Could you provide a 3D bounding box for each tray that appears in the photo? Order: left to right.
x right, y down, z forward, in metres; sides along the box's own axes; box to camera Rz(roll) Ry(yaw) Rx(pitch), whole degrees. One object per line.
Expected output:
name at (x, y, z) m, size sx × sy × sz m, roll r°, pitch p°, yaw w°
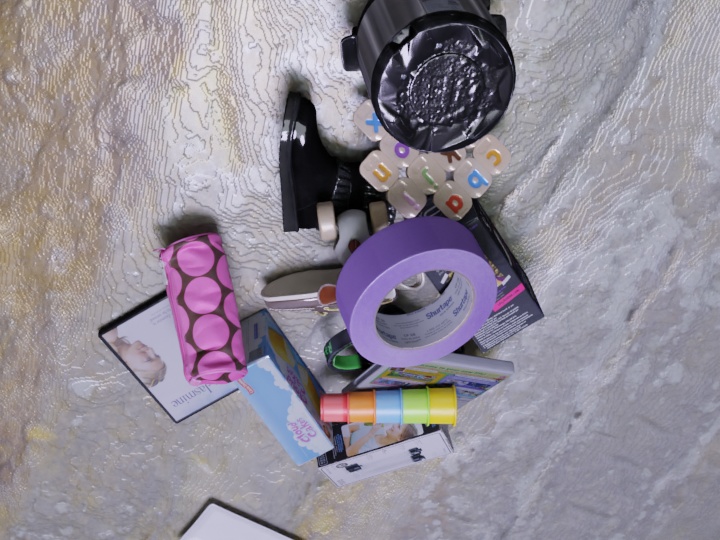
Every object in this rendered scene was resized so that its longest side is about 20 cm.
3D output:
tray at (-0.196, 0.455, 1.723) m, size 0.199 × 0.022 × 0.108 m, roll 31°, pitch 113°, yaw -24°

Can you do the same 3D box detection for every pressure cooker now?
pressure cooker at (0.084, -0.257, 1.220) m, size 0.175 × 0.201 × 0.179 m, roll 29°, pitch 116°, yaw -29°

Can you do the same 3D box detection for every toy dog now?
toy dog at (0.000, 0.000, 1.345) m, size 0.130 × 0.097 × 0.201 m, roll -21°, pitch 125°, yaw 15°

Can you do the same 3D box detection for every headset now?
headset at (0.048, 0.109, 1.484) m, size 0.197 × 0.095 × 0.124 m, roll -16°, pitch 155°, yaw -12°

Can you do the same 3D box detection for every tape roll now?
tape roll at (0.071, 0.030, 1.302) m, size 0.197 × 0.066 × 0.202 m, roll -13°, pitch 135°, yaw -13°

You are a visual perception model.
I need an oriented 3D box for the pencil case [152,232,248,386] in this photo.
pencil case at (-0.214, 0.056, 1.382) m, size 0.093 × 0.203 × 0.090 m, roll -9°, pitch 170°, yaw -37°

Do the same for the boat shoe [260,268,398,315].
boat shoe at (-0.041, 0.032, 1.459) m, size 0.197 × 0.072 × 0.060 m, roll -12°, pitch 120°, yaw -8°

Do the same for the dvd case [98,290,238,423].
dvd case at (-0.270, 0.127, 1.512) m, size 0.141 × 0.018 × 0.201 m, roll -29°, pitch 121°, yaw 9°

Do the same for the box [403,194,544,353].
box at (0.156, -0.007, 1.431) m, size 0.105 × 0.123 × 0.201 m, roll -31°, pitch 121°, yaw 12°

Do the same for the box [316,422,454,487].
box at (0.036, 0.266, 1.586) m, size 0.197 × 0.061 × 0.117 m, roll -18°, pitch 150°, yaw 8°

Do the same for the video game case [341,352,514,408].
video game case at (0.097, 0.164, 1.522) m, size 0.198 × 0.022 × 0.182 m, roll 11°, pitch 149°, yaw -25°

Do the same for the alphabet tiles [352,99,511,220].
alphabet tiles at (0.093, -0.171, 1.328) m, size 0.195 × 0.015 × 0.200 m, roll 42°, pitch 85°, yaw -9°

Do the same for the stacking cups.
stacking cups at (0.040, 0.194, 1.498) m, size 0.197 × 0.061 × 0.061 m, roll 2°, pitch 122°, yaw -1°

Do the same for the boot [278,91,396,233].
boot at (-0.027, -0.138, 1.347) m, size 0.155 × 0.080 × 0.213 m, roll 0°, pitch 131°, yaw -1°

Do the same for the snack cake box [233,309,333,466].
snack cake box at (-0.115, 0.172, 1.505) m, size 0.067 × 0.116 × 0.201 m, roll -26°, pitch 122°, yaw 9°
